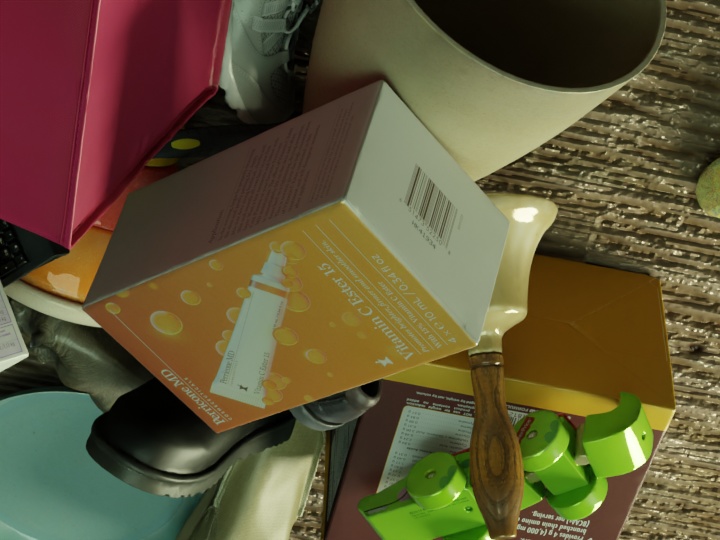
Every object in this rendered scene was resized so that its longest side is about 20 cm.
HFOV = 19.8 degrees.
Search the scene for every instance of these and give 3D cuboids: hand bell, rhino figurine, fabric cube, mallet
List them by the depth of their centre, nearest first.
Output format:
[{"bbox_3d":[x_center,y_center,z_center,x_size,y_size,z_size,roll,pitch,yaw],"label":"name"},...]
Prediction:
[{"bbox_3d":[-0.189,-0.168,1.114,0.199,0.200,0.197,21,126,11],"label":"fabric cube"},{"bbox_3d":[-0.132,-0.064,1.226,0.199,0.041,0.066,2,95,-20],"label":"mallet"},{"bbox_3d":[0.078,0.063,1.255,0.104,0.201,0.104,-5,168,-1],"label":"hand bell"},{"bbox_3d":[-0.177,0.056,1.384,0.200,0.087,0.060,40,82,-39],"label":"rhino figurine"}]

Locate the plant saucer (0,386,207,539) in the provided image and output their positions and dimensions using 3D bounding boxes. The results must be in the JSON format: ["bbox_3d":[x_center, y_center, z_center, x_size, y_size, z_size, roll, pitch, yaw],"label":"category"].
[{"bbox_3d":[-0.212,0.155,1.531,0.200,0.027,0.200,1,129,1],"label":"plant saucer"}]

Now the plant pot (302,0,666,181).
[{"bbox_3d":[0.046,-0.125,1.208,0.187,0.188,0.200,22,141,-15],"label":"plant pot"}]

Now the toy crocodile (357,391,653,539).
[{"bbox_3d":[0.090,0.129,1.309,0.200,0.062,0.068,-24,124,25],"label":"toy crocodile"}]

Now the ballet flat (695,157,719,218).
[{"bbox_3d":[0.311,-0.061,1.305,0.200,0.071,0.071,-14,127,14],"label":"ballet flat"}]

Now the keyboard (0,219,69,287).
[{"bbox_3d":[-0.243,-0.088,1.248,0.104,0.040,0.200,-29,81,11],"label":"keyboard"}]

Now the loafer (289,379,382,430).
[{"bbox_3d":[0.000,0.000,1.288,0.072,0.201,0.063,20,158,-35],"label":"loafer"}]

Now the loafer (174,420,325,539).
[{"bbox_3d":[-0.074,0.169,1.491,0.076,0.067,0.200,8,124,-28],"label":"loafer"}]

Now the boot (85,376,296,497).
[{"bbox_3d":[-0.086,0.045,1.317,0.079,0.211,0.158,28,112,18],"label":"boot"}]

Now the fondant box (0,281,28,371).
[{"bbox_3d":[-0.288,-0.015,1.248,0.144,0.058,0.200,-26,85,49],"label":"fondant box"}]

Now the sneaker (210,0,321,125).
[{"bbox_3d":[-0.048,-0.169,1.225,0.082,0.075,0.200,1,129,4],"label":"sneaker"}]

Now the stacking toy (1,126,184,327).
[{"bbox_3d":[-0.156,-0.077,1.290,0.146,0.146,0.200,19,113,-13],"label":"stacking toy"}]

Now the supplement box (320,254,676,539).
[{"bbox_3d":[0.088,0.103,1.406,0.197,0.133,0.200,11,129,-7],"label":"supplement box"}]

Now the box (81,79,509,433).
[{"bbox_3d":[-0.037,-0.003,1.170,0.200,0.098,0.124,-21,126,36],"label":"box"}]
